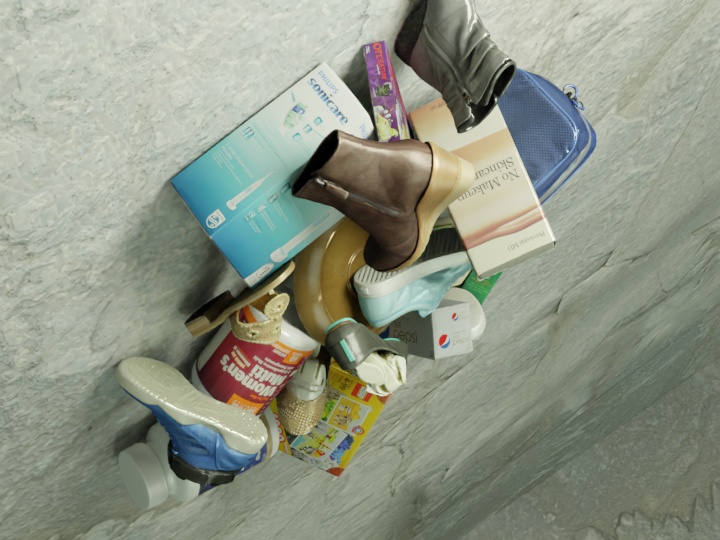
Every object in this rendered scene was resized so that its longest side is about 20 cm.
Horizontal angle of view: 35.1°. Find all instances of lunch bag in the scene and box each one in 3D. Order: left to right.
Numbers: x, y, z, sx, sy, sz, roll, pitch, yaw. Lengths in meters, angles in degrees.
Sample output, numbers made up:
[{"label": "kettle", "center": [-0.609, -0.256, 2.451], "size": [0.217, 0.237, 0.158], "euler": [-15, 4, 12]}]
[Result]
[{"label": "lunch bag", "center": [0.193, -0.152, 1.403], "size": [0.200, 0.136, 0.132], "euler": [-44, 166, 17]}]

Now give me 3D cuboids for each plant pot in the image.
[{"label": "plant pot", "center": [0.000, 0.000, 1.386], "size": [0.198, 0.027, 0.204], "euler": [-13, 109, -42]}]

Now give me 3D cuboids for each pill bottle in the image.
[{"label": "pill bottle", "center": [-0.216, 0.238, 1.521], "size": [0.198, 0.111, 0.112], "euler": [-23, 152, -32]}, {"label": "pill bottle", "center": [-0.143, 0.119, 1.422], "size": [0.201, 0.110, 0.109], "euler": [-51, 154, 23]}]

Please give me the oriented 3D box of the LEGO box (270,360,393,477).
[{"label": "LEGO box", "center": [-0.051, 0.178, 1.598], "size": [0.078, 0.147, 0.201], "euler": [-72, -172, -50]}]

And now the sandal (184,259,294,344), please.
[{"label": "sandal", "center": [-0.118, 0.051, 1.282], "size": [0.211, 0.070, 0.078], "euler": [-24, -163, 49]}]

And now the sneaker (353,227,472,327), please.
[{"label": "sneaker", "center": [0.083, 0.009, 1.394], "size": [0.197, 0.074, 0.083], "euler": [-21, 122, -18]}]

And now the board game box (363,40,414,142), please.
[{"label": "board game box", "center": [0.040, -0.142, 1.229], "size": [0.032, 0.122, 0.200], "euler": [-15, 157, 5]}]

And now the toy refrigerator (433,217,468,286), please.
[{"label": "toy refrigerator", "center": [0.069, -0.015, 1.542], "size": [0.198, 0.076, 0.070], "euler": [-12, 145, -45]}]

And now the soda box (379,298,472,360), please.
[{"label": "soda box", "center": [0.070, 0.071, 1.549], "size": [0.063, 0.069, 0.199], "euler": [-9, -172, -30]}]

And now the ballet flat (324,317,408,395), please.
[{"label": "ballet flat", "center": [0.015, 0.114, 1.376], "size": [0.068, 0.069, 0.199], "euler": [-35, 155, 14]}]

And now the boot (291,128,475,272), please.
[{"label": "boot", "center": [0.003, -0.071, 1.151], "size": [0.164, 0.073, 0.200], "euler": [9, 146, -27]}]

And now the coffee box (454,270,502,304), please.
[{"label": "coffee box", "center": [0.177, -0.012, 1.670], "size": [0.124, 0.043, 0.201], "euler": [-72, -173, -46]}]

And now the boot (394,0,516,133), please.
[{"label": "boot", "center": [0.113, -0.245, 1.134], "size": [0.069, 0.132, 0.201], "euler": [-24, 152, -28]}]

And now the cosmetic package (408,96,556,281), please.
[{"label": "cosmetic package", "center": [0.139, -0.102, 1.300], "size": [0.102, 0.202, 0.087], "euler": [-25, 173, 6]}]

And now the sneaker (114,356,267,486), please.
[{"label": "sneaker", "center": [-0.221, 0.190, 1.363], "size": [0.198, 0.077, 0.112], "euler": [29, 115, -18]}]

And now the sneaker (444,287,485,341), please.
[{"label": "sneaker", "center": [0.123, 0.075, 1.625], "size": [0.075, 0.199, 0.089], "euler": [-45, 119, -16]}]

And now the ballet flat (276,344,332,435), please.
[{"label": "ballet flat", "center": [-0.065, 0.110, 1.464], "size": [0.069, 0.203, 0.066], "euler": [11, 152, -5]}]

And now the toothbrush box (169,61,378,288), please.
[{"label": "toothbrush box", "center": [-0.076, -0.094, 1.178], "size": [0.199, 0.086, 0.147], "euler": [-37, 156, -3]}]
